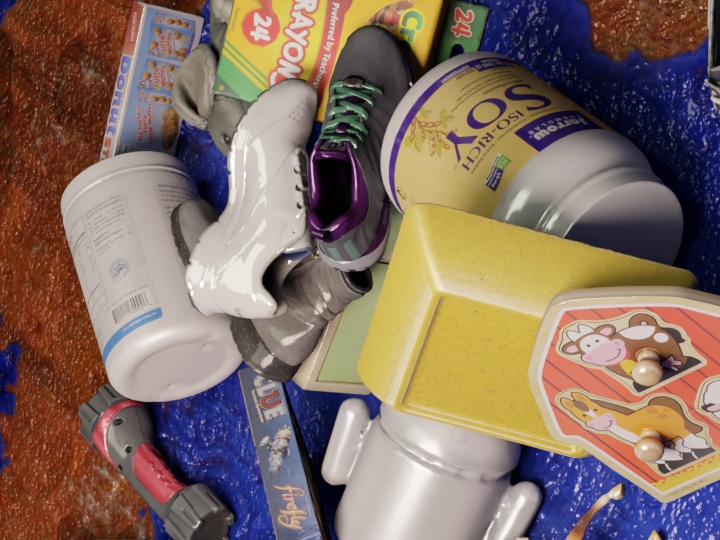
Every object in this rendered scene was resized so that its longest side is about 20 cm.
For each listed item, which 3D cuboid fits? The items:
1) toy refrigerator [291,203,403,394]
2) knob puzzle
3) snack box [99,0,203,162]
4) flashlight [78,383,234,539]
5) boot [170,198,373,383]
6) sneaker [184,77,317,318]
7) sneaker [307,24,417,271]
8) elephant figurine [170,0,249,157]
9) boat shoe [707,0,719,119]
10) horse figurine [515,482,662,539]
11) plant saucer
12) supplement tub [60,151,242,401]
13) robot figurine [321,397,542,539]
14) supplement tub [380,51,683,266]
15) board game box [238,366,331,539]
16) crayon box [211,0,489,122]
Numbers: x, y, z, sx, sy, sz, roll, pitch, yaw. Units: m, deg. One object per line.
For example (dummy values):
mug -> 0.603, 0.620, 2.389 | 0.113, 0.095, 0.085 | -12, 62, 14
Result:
toy refrigerator -> 0.000, 0.000, 1.541 | 0.070, 0.076, 0.200 | 35, 110, 45
knob puzzle -> 0.196, 0.079, 1.223 | 0.220, 0.220, 0.030 | -33, 31, 41
snack box -> -0.204, -0.153, 1.795 | 0.024, 0.072, 0.200 | 18, 98, 49
flashlight -> -0.188, 0.182, 1.734 | 0.068, 0.068, 0.200 | -42, 48, -11
boot -> -0.068, -0.018, 1.526 | 0.132, 0.070, 0.200 | -50, 57, 23
sneaker -> -0.064, -0.052, 1.464 | 0.087, 0.074, 0.200 | 14, 85, 28
sneaker -> -0.001, -0.104, 1.424 | 0.074, 0.088, 0.200 | 0, 73, 16
elephant figurine -> -0.099, -0.160, 1.635 | 0.141, 0.155, 0.200 | 21, 108, 9
boat shoe -> 0.266, -0.124, 1.266 | 0.072, 0.068, 0.200 | -8, 79, 48
horse figurine -> 0.168, 0.247, 1.311 | 0.132, 0.050, 0.200 | -36, 56, 11
plant saucer -> 0.106, 0.056, 1.282 | 0.200, 0.200, 0.048 | 106, 178, -49
supplement tub -> -0.189, 0.006, 1.711 | 0.132, 0.132, 0.200 | -43, 53, 35
robot figurine -> 0.051, 0.161, 1.429 | 0.169, 0.113, 0.200 | 25, 107, 7
supplement tub -> 0.123, -0.057, 1.360 | 0.200, 0.145, 0.146 | 42, 115, 43
board game box -> -0.051, 0.186, 1.498 | 0.200, 0.035, 0.136 | -108, 1, -49
crayon box -> -0.008, -0.180, 1.516 | 0.200, 0.051, 0.127 | 15, 98, 9
